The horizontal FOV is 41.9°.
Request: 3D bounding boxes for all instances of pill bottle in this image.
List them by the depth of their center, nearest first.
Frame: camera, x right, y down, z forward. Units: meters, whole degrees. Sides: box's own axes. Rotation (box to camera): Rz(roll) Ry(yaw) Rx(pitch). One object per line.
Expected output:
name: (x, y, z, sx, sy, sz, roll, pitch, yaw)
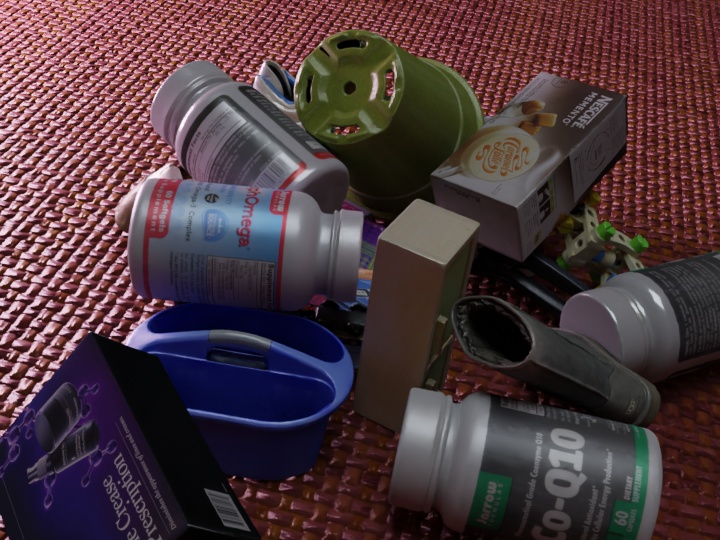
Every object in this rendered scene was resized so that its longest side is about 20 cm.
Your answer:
pill bottle: (0.129, 0.163, 0.758, 0.199, 0.114, 0.113, 11, 37, 5)
pill bottle: (-0.100, -0.021, 0.845, 0.199, 0.109, 0.109, 5, 37, -1)
pill bottle: (0.310, 0.050, 0.950, 0.199, 0.114, 0.113, -11, 41, -25)
pill bottle: (-0.117, -0.121, 0.968, 0.200, 0.114, 0.114, 42, 47, 20)

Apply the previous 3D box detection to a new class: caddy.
caddy: (-0.106, 0.095, 0.820, 0.199, 0.105, 0.142, 9, 36, 2)

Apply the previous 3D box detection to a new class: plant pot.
plant pot: (0.018, -0.172, 1.031, 0.199, 0.201, 0.190, 27, 1, 23)

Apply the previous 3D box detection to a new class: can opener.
can opener: (0.178, -0.001, 1.023, 0.199, 0.064, 0.079, 28, 12, 16)

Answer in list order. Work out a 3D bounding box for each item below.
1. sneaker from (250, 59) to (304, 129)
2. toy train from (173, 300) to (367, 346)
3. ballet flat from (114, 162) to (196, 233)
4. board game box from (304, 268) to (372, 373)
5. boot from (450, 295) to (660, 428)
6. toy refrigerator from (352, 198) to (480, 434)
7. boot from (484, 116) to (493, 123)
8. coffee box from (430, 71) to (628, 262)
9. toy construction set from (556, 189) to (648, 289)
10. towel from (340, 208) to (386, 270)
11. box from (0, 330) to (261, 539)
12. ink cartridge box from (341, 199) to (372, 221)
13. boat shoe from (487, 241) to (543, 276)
sneaker: (-0.132, -0.206, 1.175, 0.199, 0.147, 0.080, 29, 42, 25)
toy train: (-0.079, 0.045, 0.893, 0.199, 0.046, 0.034, 8, 47, 3)
ballet flat: (-0.182, -0.100, 1.057, 0.199, 0.072, 0.068, -18, 72, -15)
board game box: (-0.076, 0.038, 0.928, 0.199, 0.019, 0.104, 9, 74, 1)
boot: (0.149, 0.073, 0.829, 0.199, 0.073, 0.182, 18, 1, -34)
toy refrigerator: (0.050, 0.047, 0.835, 0.070, 0.201, 0.076, 23, 39, 19)
boot: (0.075, -0.157, 1.177, 0.199, 0.096, 0.074, -1, 9, -19)
coffee box: (0.183, -0.114, 0.996, 0.114, 0.080, 0.200, 28, 59, 37)
toy construction set: (0.259, -0.056, 1.071, 0.131, 0.092, 0.200, 29, 24, -23)
towel: (0.000, 0.000, 0.998, 0.199, 0.023, 0.144, 26, 44, 3)
box: (-0.180, 0.165, 0.681, 0.079, 0.141, 0.200, 29, 14, -48)
ink cartridge box: (-0.092, -0.038, 1.055, 0.119, 0.042, 0.200, 30, 44, 27)
boat shoe: (0.129, -0.064, 1.107, 0.200, 0.063, 0.073, 30, 42, 26)
